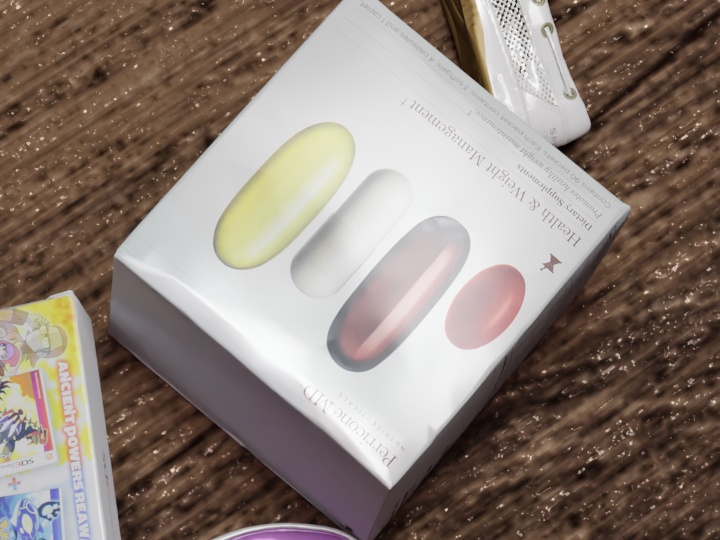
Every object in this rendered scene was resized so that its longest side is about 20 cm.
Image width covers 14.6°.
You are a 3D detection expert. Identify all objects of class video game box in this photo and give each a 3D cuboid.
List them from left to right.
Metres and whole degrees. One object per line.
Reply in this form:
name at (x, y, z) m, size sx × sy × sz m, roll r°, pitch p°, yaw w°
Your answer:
video game box at (-0.218, 0.126, 1.461) m, size 0.181 × 0.047 × 0.201 m, roll -13°, pitch 68°, yaw 8°

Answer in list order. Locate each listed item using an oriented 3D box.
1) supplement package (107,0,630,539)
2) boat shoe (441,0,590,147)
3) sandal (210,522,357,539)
supplement package at (0.000, 0.000, 1.495) m, size 0.191 × 0.147 × 0.200 m, roll 39°, pitch 73°, yaw 6°
boat shoe at (0.084, -0.163, 1.595) m, size 0.069 × 0.071 × 0.201 m, roll -13°, pitch 84°, yaw -10°
sandal at (-0.091, 0.179, 1.484) m, size 0.202 × 0.050 × 0.083 m, roll -9°, pitch 75°, yaw -6°
